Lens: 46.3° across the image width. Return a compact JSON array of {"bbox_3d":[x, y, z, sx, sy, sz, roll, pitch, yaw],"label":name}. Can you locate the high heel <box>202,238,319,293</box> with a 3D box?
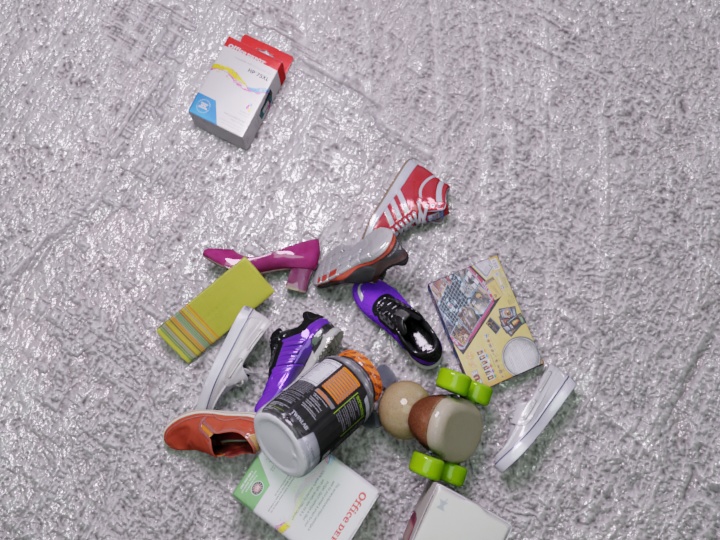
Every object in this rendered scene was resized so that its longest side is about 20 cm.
[{"bbox_3d":[-0.171,-0.033,1.462,0.196,0.067,0.098,17,88,-11],"label":"high heel"}]

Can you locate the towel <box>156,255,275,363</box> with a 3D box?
[{"bbox_3d":[-0.246,0.068,1.432,0.199,0.018,0.086,-39,115,4],"label":"towel"}]

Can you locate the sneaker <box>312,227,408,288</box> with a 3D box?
[{"bbox_3d":[0.000,0.000,1.418,0.082,0.198,0.078,40,50,-27],"label":"sneaker"}]

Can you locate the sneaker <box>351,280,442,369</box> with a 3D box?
[{"bbox_3d":[0.065,0.077,1.416,0.200,0.100,0.070,43,81,12],"label":"sneaker"}]

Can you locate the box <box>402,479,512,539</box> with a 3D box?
[{"bbox_3d":[0.143,0.402,1.296,0.126,0.200,0.111,27,81,6],"label":"box"}]

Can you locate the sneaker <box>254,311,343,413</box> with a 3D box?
[{"bbox_3d":[-0.124,0.155,1.419,0.099,0.070,0.201,37,79,18],"label":"sneaker"}]

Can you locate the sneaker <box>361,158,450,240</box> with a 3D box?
[{"bbox_3d":[0.083,-0.087,1.468,0.111,0.071,0.202,28,78,10],"label":"sneaker"}]

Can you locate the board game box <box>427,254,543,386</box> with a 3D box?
[{"bbox_3d":[0.213,0.093,1.446,0.133,0.035,0.204,-21,79,-4],"label":"board game box"}]

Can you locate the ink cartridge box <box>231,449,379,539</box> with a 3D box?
[{"bbox_3d":[-0.086,0.361,1.368,0.198,0.084,0.146,34,80,8],"label":"ink cartridge box"}]

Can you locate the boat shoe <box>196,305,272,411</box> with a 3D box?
[{"bbox_3d":[-0.211,0.163,1.414,0.065,0.072,0.203,26,87,0],"label":"boat shoe"}]

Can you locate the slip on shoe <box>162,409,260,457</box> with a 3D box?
[{"bbox_3d":[-0.242,0.271,1.373,0.196,0.062,0.075,-5,122,21],"label":"slip on shoe"}]

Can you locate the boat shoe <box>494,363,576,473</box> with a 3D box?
[{"bbox_3d":[0.277,0.244,1.401,0.065,0.074,0.200,39,71,13],"label":"boat shoe"}]

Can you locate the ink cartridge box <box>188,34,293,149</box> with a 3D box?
[{"bbox_3d":[-0.213,-0.338,1.528,0.114,0.067,0.203,24,79,6],"label":"ink cartridge box"}]

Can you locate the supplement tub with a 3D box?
[{"bbox_3d":[-0.061,0.217,1.317,0.123,0.123,0.199,48,50,10],"label":"supplement tub"}]

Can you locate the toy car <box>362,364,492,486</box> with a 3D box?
[{"bbox_3d":[0.090,0.235,1.379,0.197,0.157,0.168,14,80,37],"label":"toy car"}]
